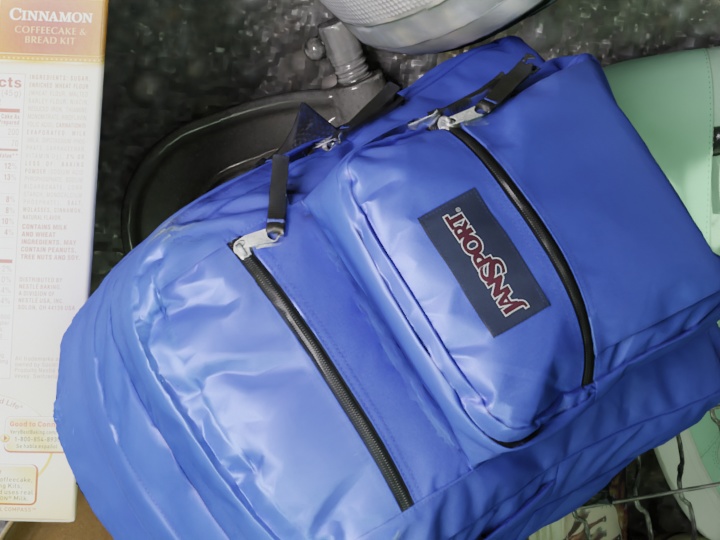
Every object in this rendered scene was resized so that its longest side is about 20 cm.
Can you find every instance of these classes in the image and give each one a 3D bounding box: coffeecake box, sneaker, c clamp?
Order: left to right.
[{"bbox_3d":[-0.133,-0.036,1.032,0.073,0.154,0.200,2,115,-9],"label":"coffeecake box"},{"bbox_3d":[0.000,0.000,1.123,0.170,0.027,0.200,-15,105,-1],"label":"c clamp"},{"bbox_3d":[0.155,0.007,1.137,0.118,0.074,0.201,-16,111,2],"label":"sneaker"}]

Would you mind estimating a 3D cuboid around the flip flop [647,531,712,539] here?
[{"bbox_3d":[0.169,0.156,1.183,0.200,0.057,0.081,21,76,-42],"label":"flip flop"}]

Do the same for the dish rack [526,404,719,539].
[{"bbox_3d":[0.116,0.093,1.081,0.199,0.055,0.154,-10,89,8],"label":"dish rack"}]

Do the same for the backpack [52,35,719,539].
[{"bbox_3d":[0.006,0.021,0.957,0.200,0.168,0.163,-28,77,-31],"label":"backpack"}]

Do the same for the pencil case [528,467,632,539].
[{"bbox_3d":[0.082,0.149,1.191,0.078,0.089,0.200,-13,116,-5],"label":"pencil case"}]

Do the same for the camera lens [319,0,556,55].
[{"bbox_3d":[0.005,-0.184,0.981,0.160,0.160,0.200,-41,114,11],"label":"camera lens"}]

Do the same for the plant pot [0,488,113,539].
[{"bbox_3d":[-0.059,0.140,1.199,0.199,0.028,0.201,-4,116,-8],"label":"plant pot"}]
